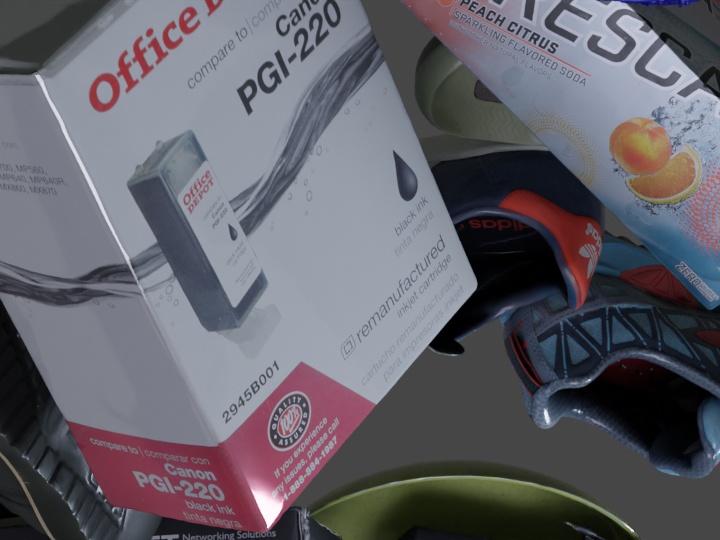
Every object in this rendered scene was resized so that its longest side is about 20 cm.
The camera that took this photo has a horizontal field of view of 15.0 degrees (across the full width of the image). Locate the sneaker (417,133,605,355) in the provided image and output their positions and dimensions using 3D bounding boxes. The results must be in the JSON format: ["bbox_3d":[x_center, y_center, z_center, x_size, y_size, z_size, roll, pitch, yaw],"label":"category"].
[{"bbox_3d":[0.000,0.000,1.088,0.200,0.085,0.075,-14,135,14],"label":"sneaker"}]

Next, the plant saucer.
[{"bbox_3d":[0.043,0.149,1.285,0.199,0.031,0.200,0,136,0],"label":"plant saucer"}]

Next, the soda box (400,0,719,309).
[{"bbox_3d":[0.083,-0.084,0.967,0.200,0.068,0.064,43,122,-12],"label":"soda box"}]

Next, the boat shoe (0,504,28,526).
[{"bbox_3d":[-0.182,0.086,1.211,0.200,0.073,0.063,-4,94,11],"label":"boat shoe"}]

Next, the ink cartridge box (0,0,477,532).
[{"bbox_3d":[-0.057,-0.032,0.949,0.085,0.146,0.200,6,132,41],"label":"ink cartridge box"}]

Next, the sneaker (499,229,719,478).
[{"bbox_3d":[0.147,0.055,1.140,0.200,0.096,0.079,13,135,-14],"label":"sneaker"}]

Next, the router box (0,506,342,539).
[{"bbox_3d":[-0.109,0.142,1.157,0.199,0.062,0.150,-5,169,6],"label":"router box"}]

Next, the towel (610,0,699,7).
[{"bbox_3d":[0.060,-0.184,0.864,0.147,0.050,0.200,2,109,-5],"label":"towel"}]

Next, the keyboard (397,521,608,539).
[{"bbox_3d":[0.103,0.160,1.248,0.200,0.040,0.104,10,136,-13],"label":"keyboard"}]

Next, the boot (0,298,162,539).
[{"bbox_3d":[-0.166,0.029,1.030,0.138,0.078,0.200,12,137,30],"label":"boot"}]

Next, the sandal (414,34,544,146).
[{"bbox_3d":[0.121,-0.060,1.045,0.200,0.057,0.080,-2,137,-3],"label":"sandal"}]
